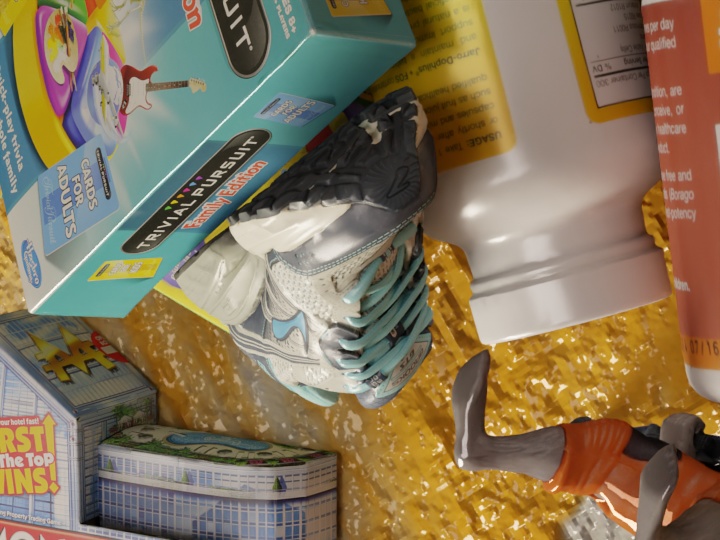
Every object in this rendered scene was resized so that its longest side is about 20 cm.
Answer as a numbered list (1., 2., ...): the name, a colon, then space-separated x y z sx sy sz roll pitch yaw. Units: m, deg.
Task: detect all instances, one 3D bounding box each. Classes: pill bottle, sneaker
1. pill bottle: 0.153 -0.061 0.717 0.112 0.112 0.202 -5 95 32
2. sneaker: 0.000 0.000 0.757 0.086 0.077 0.200 51 163 0
3. pill bottle: 0.053 -0.079 0.781 0.104 0.104 0.202 -15 89 32

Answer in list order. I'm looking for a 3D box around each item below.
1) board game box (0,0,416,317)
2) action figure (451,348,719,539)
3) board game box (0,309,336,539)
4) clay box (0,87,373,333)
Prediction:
1. board game box: -0.074 -0.096 0.791 0.200 0.047 0.152 -40 58 43
2. action figure: 0.111 0.095 0.739 0.199 0.193 0.105 2 68 55
3. board game box: -0.108 0.121 0.938 0.199 0.062 0.202 5 101 31
4. clay box: -0.072 -0.053 0.897 0.199 0.048 0.116 28 111 25
